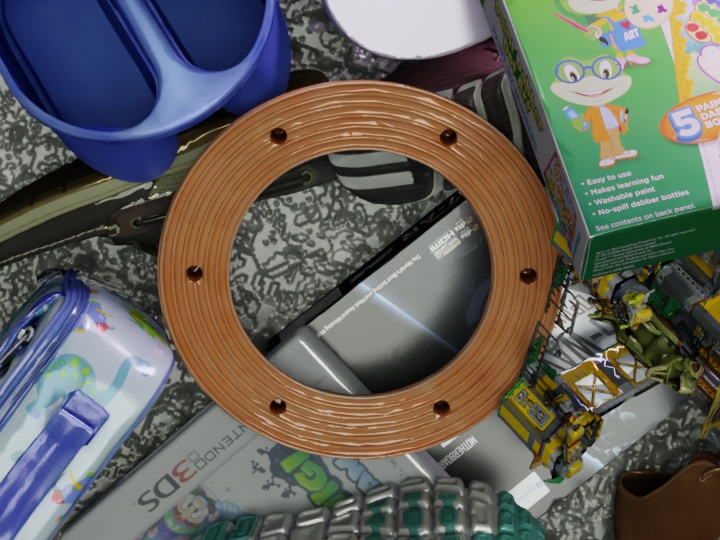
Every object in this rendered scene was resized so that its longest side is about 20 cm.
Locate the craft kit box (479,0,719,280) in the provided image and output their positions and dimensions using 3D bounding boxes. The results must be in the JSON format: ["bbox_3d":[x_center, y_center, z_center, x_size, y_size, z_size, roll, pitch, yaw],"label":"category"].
[{"bbox_3d":[0.168,-0.108,1.254,0.200,0.049,0.198,-13,59,-9],"label":"craft kit box"}]

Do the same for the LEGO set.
[{"bbox_3d":[0.162,0.039,1.304,0.154,0.200,0.116,-21,55,-36],"label":"LEGO set"}]

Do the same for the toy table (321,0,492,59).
[{"bbox_3d":[0.051,-0.199,1.362,0.200,0.117,0.184,-43,98,1],"label":"toy table"}]

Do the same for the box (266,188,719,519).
[{"bbox_3d":[0.076,0.041,1.430,0.200,0.044,0.160,-38,98,1],"label":"box"}]

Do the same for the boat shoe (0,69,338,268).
[{"bbox_3d":[-0.100,-0.038,1.391,0.201,0.072,0.066,-23,105,3],"label":"boat shoe"}]

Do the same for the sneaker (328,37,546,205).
[{"bbox_3d":[0.088,-0.092,1.368,0.200,0.116,0.076,-1,120,18],"label":"sneaker"}]

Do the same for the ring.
[{"bbox_3d":[0.000,0.000,1.340,0.200,0.019,0.201,-1,111,-2],"label":"ring"}]

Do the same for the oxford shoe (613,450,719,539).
[{"bbox_3d":[0.195,0.128,1.383,0.071,0.200,0.071,-14,94,-37],"label":"oxford shoe"}]

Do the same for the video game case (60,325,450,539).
[{"bbox_3d":[-0.028,0.156,1.420,0.182,0.024,0.200,-41,98,19],"label":"video game case"}]

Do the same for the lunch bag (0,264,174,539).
[{"bbox_3d":[-0.175,0.096,1.358,0.082,0.161,0.200,35,94,-10],"label":"lunch bag"}]

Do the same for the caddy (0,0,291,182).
[{"bbox_3d":[-0.121,-0.142,1.327,0.141,0.105,0.200,-32,67,-3],"label":"caddy"}]

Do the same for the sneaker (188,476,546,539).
[{"bbox_3d":[0.003,0.165,1.376,0.200,0.078,0.091,-10,118,19],"label":"sneaker"}]
